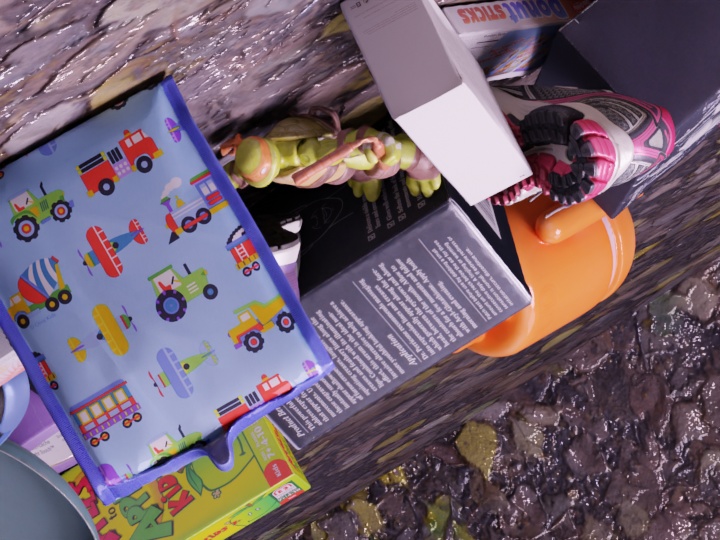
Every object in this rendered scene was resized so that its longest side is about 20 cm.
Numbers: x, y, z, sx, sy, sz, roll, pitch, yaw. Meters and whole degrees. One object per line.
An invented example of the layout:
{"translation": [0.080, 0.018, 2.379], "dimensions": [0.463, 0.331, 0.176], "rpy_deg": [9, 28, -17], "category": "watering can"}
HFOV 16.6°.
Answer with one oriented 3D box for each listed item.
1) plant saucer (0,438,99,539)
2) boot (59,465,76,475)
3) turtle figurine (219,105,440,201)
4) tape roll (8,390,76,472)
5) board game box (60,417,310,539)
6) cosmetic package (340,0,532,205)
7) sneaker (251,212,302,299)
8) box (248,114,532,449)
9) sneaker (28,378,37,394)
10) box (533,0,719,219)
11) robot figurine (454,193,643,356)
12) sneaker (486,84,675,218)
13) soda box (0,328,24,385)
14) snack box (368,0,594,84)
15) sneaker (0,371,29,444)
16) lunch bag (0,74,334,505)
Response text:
{"translation": [-0.273, 0.171, 1.780], "dimensions": [0.200, 0.200, 0.027], "rpy_deg": [-42, -163, 49], "category": "plant saucer"}
{"translation": [-0.204, 0.130, 2.013], "dimensions": [0.200, 0.077, 0.168], "rpy_deg": [-31, 175, -37], "category": "boot"}
{"translation": [-0.035, -0.069, 1.570], "dimensions": [0.200, 0.065, 0.161], "rpy_deg": [-19, 169, 39], "category": "turtle figurine"}
{"translation": [-0.214, 0.093, 1.843], "dimensions": [0.200, 0.066, 0.200], "rpy_deg": [-29, 170, -5], "category": "tape roll"}
{"translation": [-0.151, 0.173, 1.923], "dimensions": [0.200, 0.102, 0.048], "rpy_deg": [-31, 157, 4], "category": "board game box"}
{"translation": [0.048, -0.106, 1.491], "dimensions": [0.051, 0.083, 0.200], "rpy_deg": [-29, 161, 7], "category": "cosmetic package"}
{"translation": [-0.072, 0.015, 1.583], "dimensions": [0.075, 0.088, 0.200], "rpy_deg": [-5, -171, 0], "category": "sneaker"}
{"translation": [0.000, 0.000, 1.701], "dimensions": [0.200, 0.107, 0.149], "rpy_deg": [-32, -149, 14], "category": "box"}
{"translation": [-0.194, 0.029, 1.651], "dimensions": [0.082, 0.070, 0.200], "rpy_deg": [-58, 173, -19], "category": "sneaker"}
{"translation": [0.219, -0.151, 1.700], "dimensions": [0.182, 0.104, 0.200], "rpy_deg": [-40, 172, -11], "category": "box"}
{"translation": [0.123, -0.010, 1.836], "dimensions": [0.200, 0.116, 0.144], "rpy_deg": [-28, 133, -38], "category": "robot figurine"}
{"translation": [0.128, -0.083, 1.609], "dimensions": [0.074, 0.081, 0.200], "rpy_deg": [-17, -163, -23], "category": "sneaker"}
{"translation": [-0.285, 0.068, 1.524], "dimensions": [0.200, 0.064, 0.068], "rpy_deg": [-33, 170, 8], "category": "soda box"}
{"translation": [0.086, -0.151, 1.637], "dimensions": [0.072, 0.024, 0.200], "rpy_deg": [-39, 167, 31], "category": "snack box"}
{"translation": [-0.308, 0.117, 1.667], "dimensions": [0.200, 0.070, 0.078], "rpy_deg": [-34, 176, 32], "category": "sneaker"}
{"translation": [-0.118, 0.021, 1.373], "dimensions": [0.150, 0.200, 0.094], "rpy_deg": [-29, 170, -3], "category": "lunch bag"}
